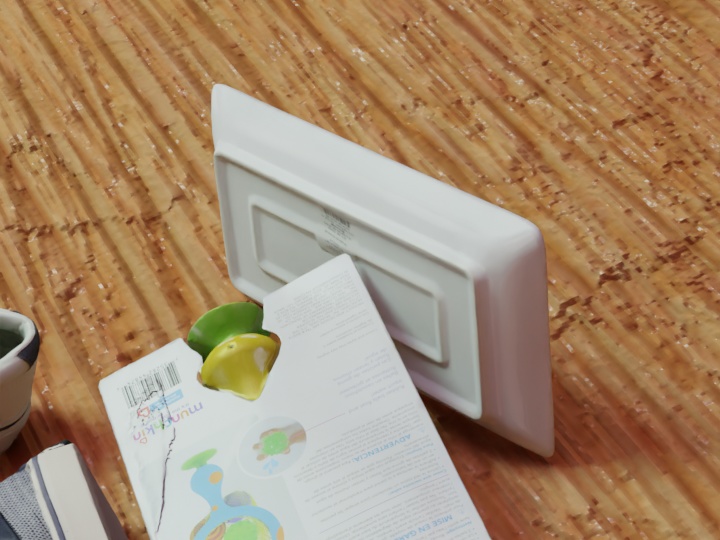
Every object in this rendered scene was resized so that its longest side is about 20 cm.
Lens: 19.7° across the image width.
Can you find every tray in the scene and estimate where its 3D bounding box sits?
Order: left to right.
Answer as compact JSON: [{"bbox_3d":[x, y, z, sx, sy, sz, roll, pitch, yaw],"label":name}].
[{"bbox_3d":[0.000,0.000,0.853,0.022,0.108,0.200,-27,37,-33],"label":"tray"}]

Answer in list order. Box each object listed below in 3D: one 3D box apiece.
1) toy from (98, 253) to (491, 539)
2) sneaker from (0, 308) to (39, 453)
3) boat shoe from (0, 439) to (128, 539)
[{"bbox_3d":[-0.018,0.095,0.782,0.115,0.047,0.200,-27,51,1],"label":"toy"},{"bbox_3d":[-0.229,0.035,0.853,0.200,0.071,0.073,0,42,-29],"label":"sneaker"},{"bbox_3d":[-0.117,0.146,0.752,0.093,0.075,0.200,-28,30,-5],"label":"boat shoe"}]
